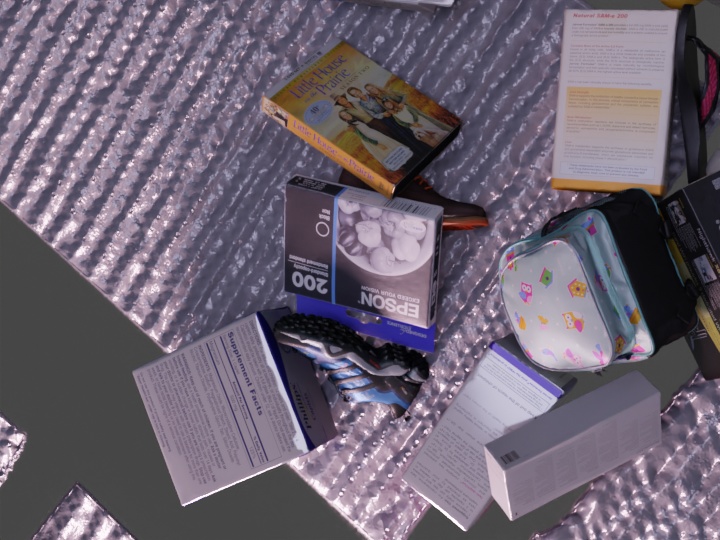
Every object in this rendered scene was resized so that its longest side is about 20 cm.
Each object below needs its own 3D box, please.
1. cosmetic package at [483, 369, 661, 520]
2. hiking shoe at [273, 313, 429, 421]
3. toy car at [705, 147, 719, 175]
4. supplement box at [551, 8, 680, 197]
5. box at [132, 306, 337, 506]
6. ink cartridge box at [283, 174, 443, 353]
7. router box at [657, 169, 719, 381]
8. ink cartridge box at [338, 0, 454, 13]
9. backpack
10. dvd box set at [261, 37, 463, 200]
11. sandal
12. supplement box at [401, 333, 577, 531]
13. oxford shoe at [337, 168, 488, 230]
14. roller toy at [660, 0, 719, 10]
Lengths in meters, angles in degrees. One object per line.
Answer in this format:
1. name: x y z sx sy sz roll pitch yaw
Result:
1. cosmetic package: 0.235 0.190 1.193 0.198 0.051 0.083 -23 126 -14
2. hiking shoe: -0.018 0.119 1.317 0.198 0.074 0.087 21 107 -2
3. toy car: 0.456 -0.070 1.117 0.173 0.150 0.202 -15 87 20
4. supplement box: 0.286 -0.186 1.215 0.125 0.073 0.202 6 94 20
5. box: -0.157 0.169 1.376 0.199 0.105 0.185 -25 83 20
6. ink cartridge box: 0.000 0.000 1.303 0.196 0.043 0.202 14 121 22
7. router box: 0.373 0.010 1.145 0.052 0.157 0.202 -23 84 -9
8. ink cartridge box: 0.036 -0.377 1.303 0.198 0.067 0.117 13 96 20
9. backpack: 0.239 0.025 1.176 0.152 0.200 0.177 -24 90 -26
10. dvd box set: 0.003 -0.185 1.294 0.199 0.146 0.030 36 146 16
11. sandal: 0.372 -0.188 1.174 0.045 0.075 0.202 -2 107 30
12. supplement box: 0.151 0.186 1.265 0.103 0.101 0.201 35 103 16
13. oxford shoe: 0.061 -0.091 1.306 0.198 0.071 0.073 12 90 19
14. roller toy: 0.403 -0.369 1.130 0.181 0.139 0.202 15 96 30
